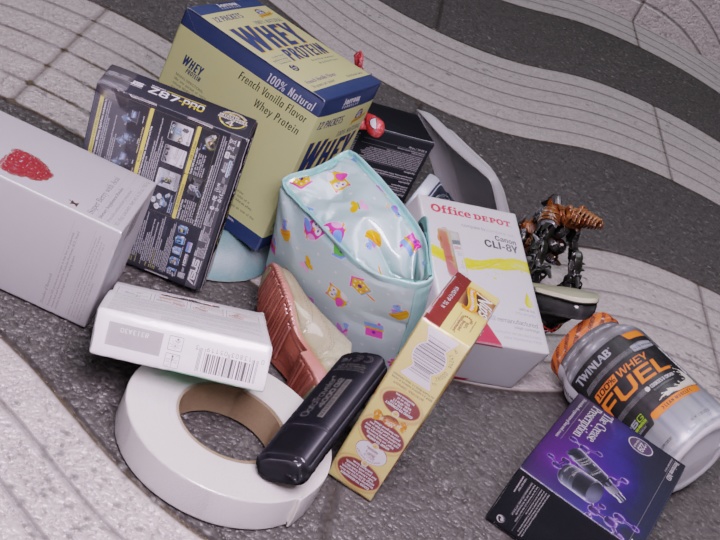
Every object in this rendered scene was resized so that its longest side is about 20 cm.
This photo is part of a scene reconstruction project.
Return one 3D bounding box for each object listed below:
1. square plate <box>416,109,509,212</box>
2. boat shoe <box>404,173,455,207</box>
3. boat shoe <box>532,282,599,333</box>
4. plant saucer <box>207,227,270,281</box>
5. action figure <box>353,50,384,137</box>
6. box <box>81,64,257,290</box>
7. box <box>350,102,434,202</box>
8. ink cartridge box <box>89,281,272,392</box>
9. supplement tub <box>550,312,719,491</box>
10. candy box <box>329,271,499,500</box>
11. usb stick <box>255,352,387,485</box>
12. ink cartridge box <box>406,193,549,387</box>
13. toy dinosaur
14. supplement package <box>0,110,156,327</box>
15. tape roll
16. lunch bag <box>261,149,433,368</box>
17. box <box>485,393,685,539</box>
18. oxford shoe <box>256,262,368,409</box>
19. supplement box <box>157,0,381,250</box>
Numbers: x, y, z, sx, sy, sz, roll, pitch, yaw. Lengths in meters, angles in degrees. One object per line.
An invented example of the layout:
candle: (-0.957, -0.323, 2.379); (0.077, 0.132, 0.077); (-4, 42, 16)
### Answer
square plate: (0.149, -0.097, 1.656); (0.028, 0.199, 0.200); (-29, 42, -9)
boat shoe: (0.106, -0.064, 1.615); (0.091, 0.071, 0.200); (39, 3, 8)
boat shoe: (0.225, 0.046, 1.513); (0.073, 0.063, 0.201); (7, -1, -18)
plant saucer: (-0.188, -0.063, 1.456); (0.200, 0.039, 0.201); (21, 29, -12)
action figure: (-0.039, -0.239, 1.493); (0.200, 0.099, 0.065); (41, 35, 11)
box: (-0.209, -0.091, 1.303); (0.161, 0.200, 0.049); (20, 35, -3)
box: (-0.030, -0.145, 1.606); (0.199, 0.141, 0.079); (13, 30, -26)
ink cartridge box: (-0.169, 0.059, 1.212); (0.160, 0.050, 0.200); (13, 3, -8)
supplement tub: (0.318, 0.147, 1.453); (0.122, 0.123, 0.200); (-4, 40, -44)
candy box: (0.050, 0.110, 1.200); (0.055, 0.200, 0.115); (34, 28, 6)
usb stick: (-0.032, 0.132, 1.166); (0.055, 0.033, 0.200); (2, 26, 24)
ink cartridge box: (0.121, 0.022, 1.472); (0.145, 0.083, 0.201); (10, 52, -27)
toy dinosaur: (0.256, -0.043, 1.696); (0.102, 0.136, 0.200); (11, -14, 0)
supplement package: (-0.324, -0.058, 1.243); (0.199, 0.120, 0.121); (25, 29, -4)
tape roll: (-0.123, 0.151, 1.156); (0.202, 0.037, 0.203); (21, 28, -12)
lunch bag: (0.000, 0.000, 1.361); (0.122, 0.171, 0.200); (-28, 60, -32)
box: (0.236, 0.227, 1.300); (0.141, 0.079, 0.200); (37, 29, 12)
oxford shoe: (-0.053, 0.074, 1.312); (0.074, 0.071, 0.200); (3, 47, -32)
supplement box: (-0.121, -0.170, 1.440); (0.200, 0.200, 0.134); (35, 29, 15)
